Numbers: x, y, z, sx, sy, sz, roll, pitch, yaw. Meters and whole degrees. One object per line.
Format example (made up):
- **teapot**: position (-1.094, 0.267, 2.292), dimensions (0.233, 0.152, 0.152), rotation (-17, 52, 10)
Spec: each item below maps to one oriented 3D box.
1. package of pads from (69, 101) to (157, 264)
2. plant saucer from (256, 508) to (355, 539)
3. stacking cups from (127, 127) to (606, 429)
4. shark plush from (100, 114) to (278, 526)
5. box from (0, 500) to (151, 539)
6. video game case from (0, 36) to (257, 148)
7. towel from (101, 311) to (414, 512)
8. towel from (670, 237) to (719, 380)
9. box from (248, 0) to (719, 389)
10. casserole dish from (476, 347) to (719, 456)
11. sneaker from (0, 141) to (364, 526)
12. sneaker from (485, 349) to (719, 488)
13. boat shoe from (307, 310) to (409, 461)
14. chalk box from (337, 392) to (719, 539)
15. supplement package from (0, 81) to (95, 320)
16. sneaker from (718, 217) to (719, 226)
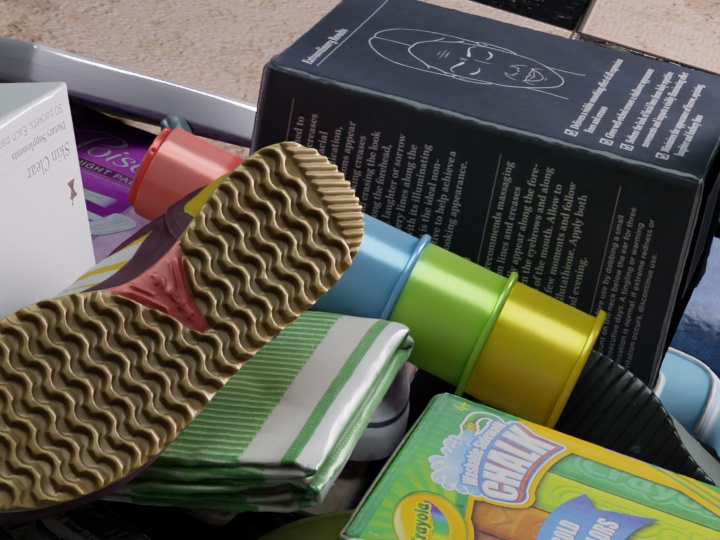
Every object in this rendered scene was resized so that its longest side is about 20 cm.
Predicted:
- **package of pads**: position (-0.145, -0.007, 1.165), dimensions (0.120, 0.076, 0.200), rotation (23, 28, 17)
- **plant saucer**: position (0.037, 0.163, 0.981), dimensions (0.200, 0.031, 0.200), rotation (11, 27, -6)
- **stacking cups**: position (0.000, 0.000, 1.022), dimensions (0.200, 0.061, 0.061), rotation (27, 28, 2)
- **shark plush**: position (-0.061, 0.023, 1.076), dimensions (0.091, 0.083, 0.200), rotation (14, 55, -11)
- **box**: position (-0.184, 0.123, 0.930), dimensions (0.158, 0.050, 0.200), rotation (32, 32, 30)
- **video game case**: position (-0.139, -0.094, 1.272), dimensions (0.200, 0.022, 0.182), rotation (13, 2, -42)
- **towel**: position (-0.090, 0.051, 0.964), dimensions (0.200, 0.023, 0.153), rotation (-1, 22, 17)
- **towel**: position (0.205, 0.033, 1.286), dimensions (0.200, 0.049, 0.112), rotation (21, 28, 12)
- **box**: position (0.061, -0.042, 1.139), dimensions (0.200, 0.107, 0.148), rotation (16, 24, 11)
- **casserole dish**: position (0.111, 0.076, 1.173), dimensions (0.121, 0.039, 0.200), rotation (21, 27, 12)
- **sneaker**: position (-0.086, 0.032, 0.901), dimensions (0.200, 0.090, 0.075), rotation (-35, 89, -29)
- **sneaker**: position (0.135, 0.110, 1.067), dimensions (0.200, 0.074, 0.089), rotation (43, -1, 13)
- **boat shoe**: position (-0.006, 0.017, 1.196), dimensions (0.072, 0.066, 0.200), rotation (12, 27, -4)
- **chalk box**: position (0.048, 0.132, 0.874), dimensions (0.200, 0.124, 0.125), rotation (19, 27, 9)
- **supplement package**: position (-0.210, 0.011, 0.917), dimensions (0.155, 0.111, 0.200), rotation (1, 21, 22)
- **sneaker**: position (0.261, -0.034, 1.402), dimensions (0.200, 0.081, 0.147), rotation (11, 23, -18)
